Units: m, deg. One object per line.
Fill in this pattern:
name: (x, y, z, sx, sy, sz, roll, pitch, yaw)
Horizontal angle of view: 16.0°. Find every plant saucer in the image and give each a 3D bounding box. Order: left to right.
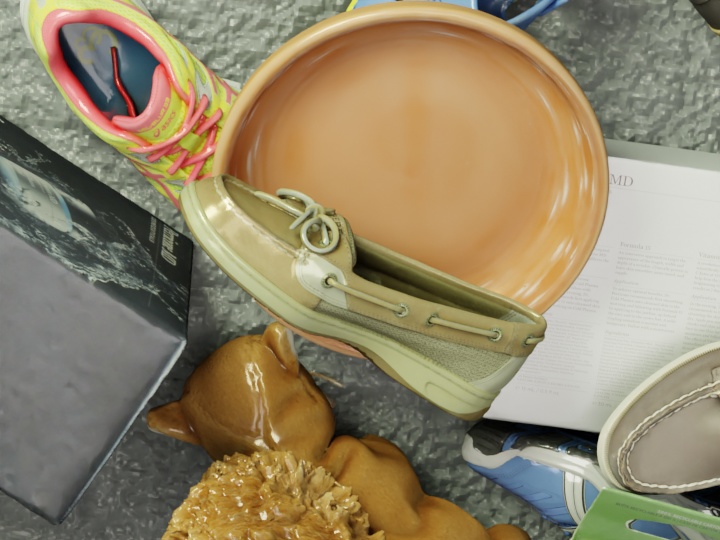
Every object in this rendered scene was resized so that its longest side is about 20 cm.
plant saucer: (0.024, -0.047, 1.292, 0.199, 0.037, 0.201, -1, 119, -1)

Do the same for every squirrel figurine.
squirrel figurine: (-0.027, 0.122, 1.322, 0.141, 0.200, 0.187, -31, 91, 16)

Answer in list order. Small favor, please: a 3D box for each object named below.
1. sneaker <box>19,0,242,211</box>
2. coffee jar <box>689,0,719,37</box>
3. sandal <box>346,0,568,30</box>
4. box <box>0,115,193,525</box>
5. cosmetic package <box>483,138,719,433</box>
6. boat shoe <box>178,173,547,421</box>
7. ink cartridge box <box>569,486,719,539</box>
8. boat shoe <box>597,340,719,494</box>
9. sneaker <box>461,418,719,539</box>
sneaker: (-0.097, -0.075, 1.316, 0.200, 0.090, 0.078, 38, 99, -13)
coffee jar: (0.258, -0.124, 1.317, 0.200, 0.085, 0.104, 40, 96, -13)
sandal: (0.055, -0.137, 1.307, 0.079, 0.087, 0.200, 41, 102, -14)
box: (-0.195, 0.001, 1.278, 0.200, 0.197, 0.118, 34, 101, -11)
cosmetic package: (0.170, 0.013, 1.370, 0.199, 0.052, 0.151, 8, 107, -4)
boat shoe: (0.001, 0.002, 1.259, 0.200, 0.073, 0.063, 33, 108, -22)
ink cartridge box: (0.141, 0.203, 1.366, 0.103, 0.059, 0.200, 16, 139, -6)
boat shoe: (0.220, 0.070, 1.325, 0.199, 0.060, 0.072, -19, 107, -5)
sneaker: (0.142, 0.140, 1.391, 0.199, 0.076, 0.077, 25, 99, -7)
